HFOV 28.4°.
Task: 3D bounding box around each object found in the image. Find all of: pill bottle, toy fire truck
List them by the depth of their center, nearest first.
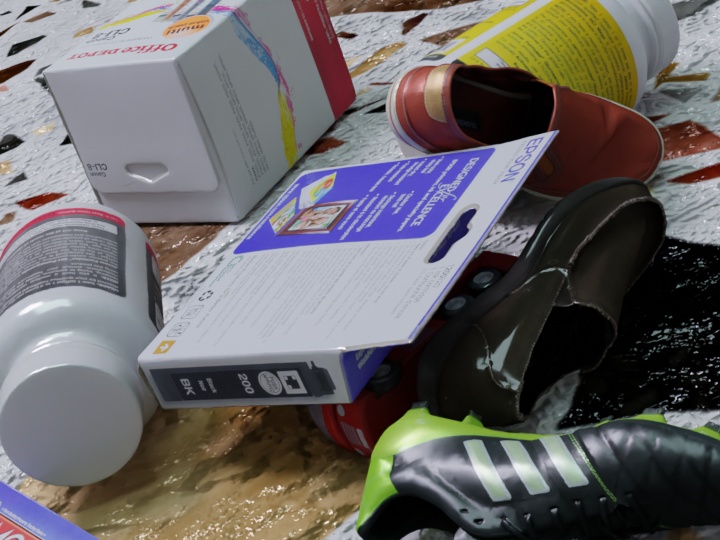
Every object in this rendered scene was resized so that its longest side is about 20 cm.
[{"bbox_3d":[0.025,0.026,0.848,0.141,0.049,0.200,11,42,47],"label":"toy fire truck"},{"bbox_3d":[-0.176,0.044,0.883,0.110,0.111,0.200,-20,27,0],"label":"pill bottle"},{"bbox_3d":[0.127,-0.133,0.997,0.200,0.113,0.112,-34,30,-24],"label":"pill bottle"}]

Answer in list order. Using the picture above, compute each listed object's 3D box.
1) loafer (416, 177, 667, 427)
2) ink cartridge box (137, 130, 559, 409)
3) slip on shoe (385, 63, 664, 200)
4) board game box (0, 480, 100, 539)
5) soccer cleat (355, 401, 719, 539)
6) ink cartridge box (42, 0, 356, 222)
[{"bbox_3d":[0.116,0.024,0.781,0.071,0.073,0.200,21,52,39],"label":"loafer"},{"bbox_3d":[0.000,0.000,0.810,0.199,0.044,0.198,-7,32,40],"label":"ink cartridge box"},{"bbox_3d":[0.114,-0.088,0.891,0.199,0.075,0.061,11,-10,-28],"label":"slip on shoe"},{"bbox_3d":[-0.185,0.185,0.725,0.134,0.029,0.200,-38,32,-29],"label":"board game box"},{"bbox_3d":[0.089,0.108,0.654,0.199,0.068,0.081,-2,50,33],"label":"soccer cleat"},{"bbox_3d":[-0.126,-0.149,1.161,0.145,0.145,0.200,0,34,33],"label":"ink cartridge box"}]
